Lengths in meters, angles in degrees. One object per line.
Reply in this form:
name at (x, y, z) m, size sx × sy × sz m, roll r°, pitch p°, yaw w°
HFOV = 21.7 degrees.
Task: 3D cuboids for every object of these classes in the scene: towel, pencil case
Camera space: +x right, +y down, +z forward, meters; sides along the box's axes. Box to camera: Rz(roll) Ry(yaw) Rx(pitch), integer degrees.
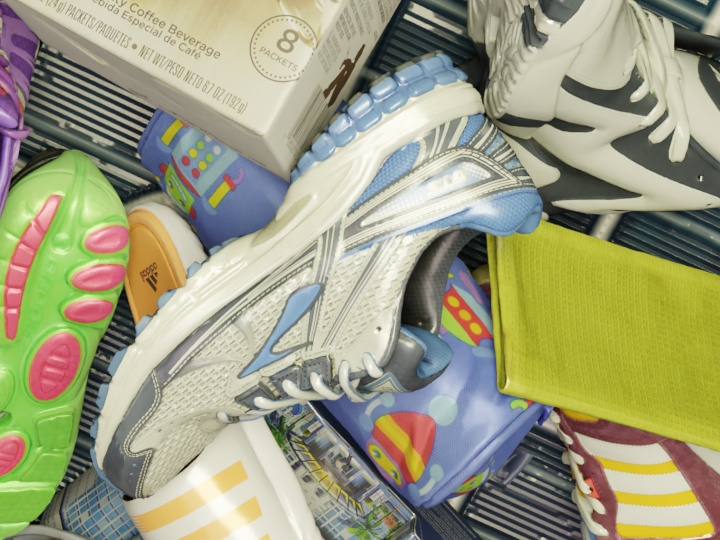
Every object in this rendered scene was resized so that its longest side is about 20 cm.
towel at (0.140, 0.034, 0.742) m, size 0.200 × 0.086 × 0.018 m, roll 16°, pitch 139°, yaw -22°
pencil case at (0.000, 0.000, 0.742) m, size 0.200 × 0.087 × 0.078 m, roll 51°, pitch 152°, yaw 11°

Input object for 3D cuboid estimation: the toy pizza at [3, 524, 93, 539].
toy pizza at (-0.119, 0.207, 0.839) m, size 0.200 × 0.032 × 0.201 m, roll 21°, pitch 125°, yaw 34°

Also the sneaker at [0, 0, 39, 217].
sneaker at (-0.149, -0.070, 0.715) m, size 0.080 × 0.201 × 0.083 m, roll 16°, pitch 156°, yaw -33°

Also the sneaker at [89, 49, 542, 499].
sneaker at (-0.016, 0.020, 0.666) m, size 0.085 × 0.077 × 0.200 m, roll 46°, pitch 106°, yaw 9°

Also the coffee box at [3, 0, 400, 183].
coffee box at (-0.025, -0.149, 0.662) m, size 0.113 × 0.080 × 0.200 m, roll 29°, pitch 84°, yaw 9°

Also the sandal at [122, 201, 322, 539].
sandal at (-0.073, 0.076, 0.761) m, size 0.079 × 0.059 × 0.207 m, roll -35°, pitch 75°, yaw 57°

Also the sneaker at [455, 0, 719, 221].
sneaker at (0.106, -0.075, 0.701) m, size 0.129 × 0.080 × 0.199 m, roll -2°, pitch 151°, yaw -8°

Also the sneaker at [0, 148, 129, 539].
sneaker at (-0.149, 0.037, 0.802) m, size 0.077 × 0.084 × 0.200 m, roll 24°, pitch 111°, yaw -18°

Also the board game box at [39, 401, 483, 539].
board game box at (-0.047, 0.161, 0.853) m, size 0.200 × 0.062 × 0.200 m, roll -38°, pitch 104°, yaw 17°

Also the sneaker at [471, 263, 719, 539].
sneaker at (0.110, 0.080, 0.799) m, size 0.200 × 0.075 × 0.090 m, roll 38°, pitch 105°, yaw -9°
